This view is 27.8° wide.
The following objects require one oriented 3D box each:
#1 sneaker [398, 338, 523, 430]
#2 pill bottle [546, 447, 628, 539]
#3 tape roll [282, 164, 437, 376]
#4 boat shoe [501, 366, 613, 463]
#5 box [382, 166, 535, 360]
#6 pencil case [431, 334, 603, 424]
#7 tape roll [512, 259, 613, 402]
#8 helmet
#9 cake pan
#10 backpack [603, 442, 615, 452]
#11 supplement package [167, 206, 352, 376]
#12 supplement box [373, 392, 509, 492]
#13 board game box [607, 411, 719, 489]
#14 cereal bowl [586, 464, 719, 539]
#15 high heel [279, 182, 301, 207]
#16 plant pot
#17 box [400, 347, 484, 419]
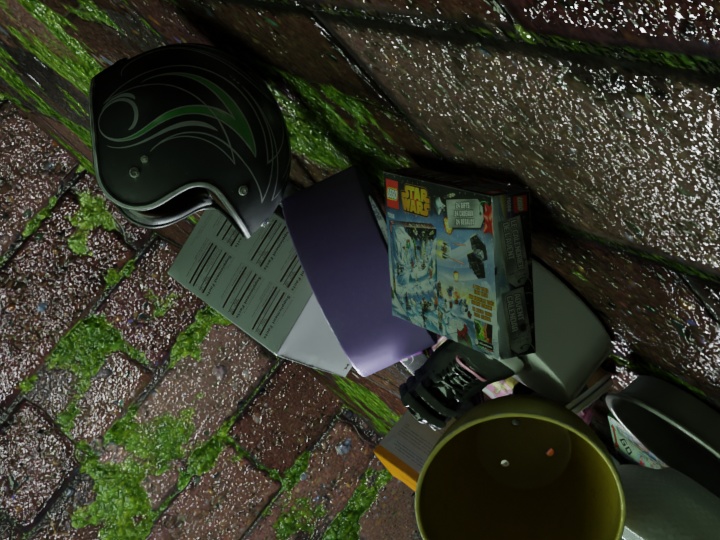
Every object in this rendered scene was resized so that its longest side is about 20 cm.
[{"bbox_3d":[0.094,0.109,1.414,0.071,0.099,0.200,41,170,-2],"label":"sneaker"},{"bbox_3d":[0.292,0.275,1.674,0.200,0.106,0.106,37,171,12],"label":"pill bottle"},{"bbox_3d":[0.000,0.000,1.474,0.200,0.085,0.201,-25,-90,-85],"label":"tape roll"},{"bbox_3d":[0.180,0.149,1.545,0.062,0.200,0.075,52,-147,6],"label":"boat shoe"},{"bbox_3d":[0.083,-0.012,1.260,0.200,0.040,0.138,-158,61,-63],"label":"box"},{"bbox_3d":[0.172,0.113,1.622,0.200,0.087,0.083,38,-157,6],"label":"pencil case"},{"bbox_3d":[0.145,0.040,1.413,0.202,0.071,0.203,38,170,8],"label":"tape roll"},{"bbox_3d":[-0.166,-0.127,1.454,0.200,0.189,0.201,173,90,-87],"label":"helmet"},{"bbox_3d":[0.329,0.170,1.413,0.200,0.037,0.200,38,171,7],"label":"cake pan"},{"bbox_3d":[0.284,0.302,1.812,0.200,0.177,0.151,42,149,12],"label":"backpack"},{"bbox_3d":[-0.095,0.011,1.860,0.200,0.148,0.191,34,-176,29],"label":"supplement package"},{"bbox_3d":[0.131,0.192,1.785,0.126,0.200,0.074,32,165,41],"label":"supplement box"},{"bbox_3d":[0.341,0.215,1.610,0.134,0.029,0.200,36,170,24],"label":"board game box"},{"bbox_3d":[0.329,0.262,1.486,0.200,0.083,0.200,37,174,5],"label":"cereal bowl"},{"bbox_3d":[-0.013,-0.046,1.674,0.200,0.072,0.142,31,178,36],"label":"high heel"},{"bbox_3d":[0.159,0.200,1.436,0.200,0.200,0.142,40,-159,-7],"label":"plant pot"},{"bbox_3d":[0.084,0.079,1.709,0.200,0.036,0.144,49,-155,-44],"label":"box"}]
